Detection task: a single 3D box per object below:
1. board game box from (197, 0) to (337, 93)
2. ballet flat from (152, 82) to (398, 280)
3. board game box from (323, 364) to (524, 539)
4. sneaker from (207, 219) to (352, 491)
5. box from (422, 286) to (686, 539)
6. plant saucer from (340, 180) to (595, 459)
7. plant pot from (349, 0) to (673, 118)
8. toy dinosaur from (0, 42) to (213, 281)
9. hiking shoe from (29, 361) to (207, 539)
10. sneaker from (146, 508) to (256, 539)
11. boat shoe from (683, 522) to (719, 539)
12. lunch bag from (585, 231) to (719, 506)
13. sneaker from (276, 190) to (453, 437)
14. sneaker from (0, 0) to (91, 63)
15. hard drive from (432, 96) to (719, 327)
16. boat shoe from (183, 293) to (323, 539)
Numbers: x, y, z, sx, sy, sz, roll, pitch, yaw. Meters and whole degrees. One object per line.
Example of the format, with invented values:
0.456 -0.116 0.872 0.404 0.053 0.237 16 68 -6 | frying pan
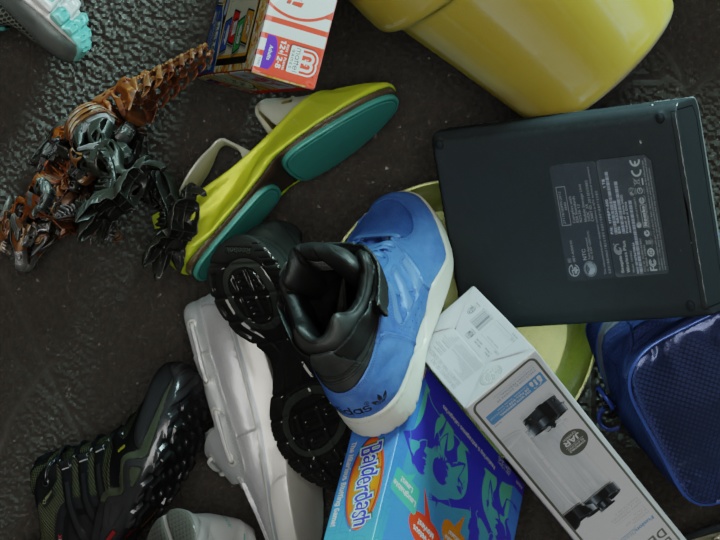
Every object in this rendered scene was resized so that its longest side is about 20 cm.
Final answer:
-0.054 -0.198 1.677 0.046 0.200 0.152 15 90 -14 | board game box
-0.066 -0.079 1.750 0.200 0.067 0.067 -42 69 1 | ballet flat
0.040 0.182 1.650 0.045 0.201 0.152 -14 134 32 | board game box
-0.030 0.055 1.707 0.076 0.091 0.201 -13 106 28 | sneaker
0.127 0.116 1.680 0.060 0.117 0.200 -40 120 0 | box
0.068 0.036 1.762 0.199 0.031 0.202 0 90 0 | plant saucer
0.105 -0.207 1.692 0.201 0.201 0.189 -43 104 0 | plant pot
-0.176 -0.074 1.716 0.102 0.136 0.201 3 127 -37 | toy dinosaur
-0.182 0.142 1.728 0.100 0.076 0.201 30 100 19 | hiking shoe
-0.121 0.261 1.739 0.080 0.070 0.201 5 111 -42 | sneaker
0.216 0.229 1.745 0.199 0.063 0.072 -27 92 1 | boat shoe
0.252 0.059 1.712 0.199 0.132 0.136 -27 110 1 | lunch bag
0.001 0.000 1.650 0.076 0.111 0.201 -11 45 27 | sneaker
-0.280 -0.197 1.752 0.200 0.078 0.091 36 105 4 | sneaker
0.143 -0.035 1.666 0.199 0.033 0.141 -5 99 39 | hard drive
-0.078 0.111 1.746 0.068 0.072 0.201 -13 96 20 | boat shoe
